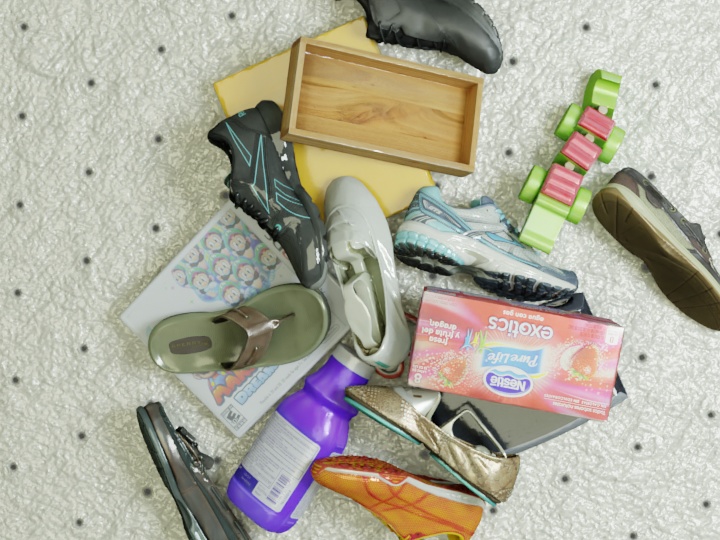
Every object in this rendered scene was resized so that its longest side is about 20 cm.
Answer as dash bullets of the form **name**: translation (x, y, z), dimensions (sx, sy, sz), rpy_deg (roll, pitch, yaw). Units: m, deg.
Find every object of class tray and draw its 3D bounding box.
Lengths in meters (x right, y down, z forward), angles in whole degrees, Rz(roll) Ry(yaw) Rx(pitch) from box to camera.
- **tray**: translation (0.023, -0.162, 1.497), dimensions (0.198, 0.037, 0.100), rpy_deg (10, 80, -18)

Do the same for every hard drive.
- **hard drive**: translation (0.164, 0.118, 1.544), dimensions (0.199, 0.042, 0.136), rpy_deg (-24, 91, 5)

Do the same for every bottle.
- **bottle**: translation (-0.057, 0.171, 1.547), dimensions (0.083, 0.065, 0.201), rpy_deg (35, 94, 29)

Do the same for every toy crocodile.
- **toy crocodile**: translation (0.215, -0.109, 1.504), dimensions (0.067, 0.062, 0.201), rpy_deg (29, 75, 2)

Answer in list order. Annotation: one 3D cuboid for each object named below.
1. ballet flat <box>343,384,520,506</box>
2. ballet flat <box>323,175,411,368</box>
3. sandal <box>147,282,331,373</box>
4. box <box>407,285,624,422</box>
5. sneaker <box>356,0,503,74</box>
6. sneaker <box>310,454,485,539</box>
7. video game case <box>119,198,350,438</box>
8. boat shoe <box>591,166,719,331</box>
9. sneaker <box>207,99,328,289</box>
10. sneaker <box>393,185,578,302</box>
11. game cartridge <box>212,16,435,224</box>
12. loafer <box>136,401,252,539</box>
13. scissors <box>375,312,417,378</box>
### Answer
- **ballet flat**: translation (0.077, 0.157, 1.504), dimensions (0.199, 0.071, 0.066), rpy_deg (35, 88, -6)
- **ballet flat**: translation (0.000, 0.000, 1.487), dimensions (0.069, 0.069, 0.202), rpy_deg (-16, 83, 5)
- **sandal**: translation (-0.123, 0.070, 1.516), dimensions (0.199, 0.057, 0.081), rpy_deg (-15, 98, 12)
- **box**: translation (0.150, 0.079, 1.471), dimensions (0.198, 0.103, 0.096), rpy_deg (10, 94, 2)
- **sneaker**: translation (0.054, -0.253, 1.506), dimensions (0.199, 0.076, 0.091), rpy_deg (38, 74, 9)
- **sneaker**: translation (0.037, 0.238, 1.518), dimensions (0.199, 0.073, 0.078), rpy_deg (21, 90, -20)
- **video game case**: translation (-0.123, 0.044, 1.552), dimensions (0.182, 0.024, 0.200), rpy_deg (45, 105, -2)
- **boat shoe**: translation (0.321, -0.024, 1.511), dimensions (0.200, 0.073, 0.065), rpy_deg (47, 61, -12)
- **sneaker**: translation (-0.090, -0.069, 1.491), dimensions (0.079, 0.075, 0.201), rpy_deg (-17, 74, -15)
- **sneaker**: translation (0.136, -0.030, 1.514), dimensions (0.198, 0.078, 0.087), rpy_deg (19, 73, -14)
- **game cartridge**: translation (-0.036, -0.136, 1.547), dimensions (0.175, 0.032, 0.202), rpy_deg (-22, 92, 6)
- **loafer**: translation (-0.172, 0.223, 1.570), dimensions (0.062, 0.072, 0.201), rpy_deg (-25, 98, -15)
- **scissors**: translation (0.007, 0.015, 1.563), dimensions (0.073, 0.014, 0.201), rpy_deg (-28, 91, 5)
